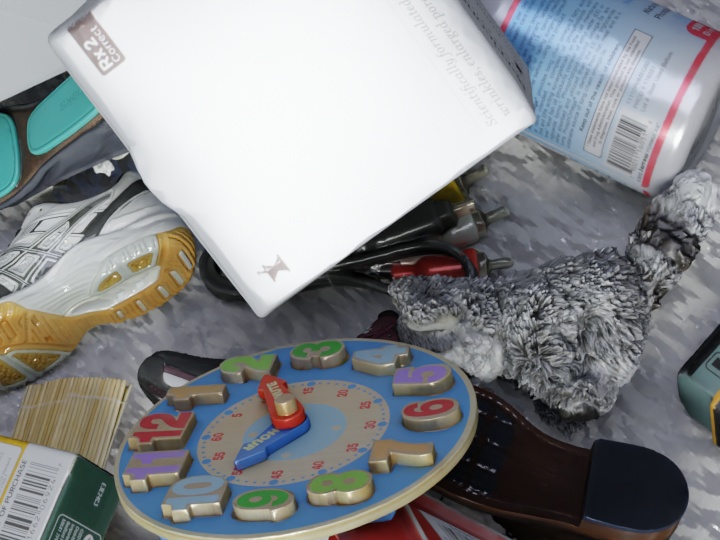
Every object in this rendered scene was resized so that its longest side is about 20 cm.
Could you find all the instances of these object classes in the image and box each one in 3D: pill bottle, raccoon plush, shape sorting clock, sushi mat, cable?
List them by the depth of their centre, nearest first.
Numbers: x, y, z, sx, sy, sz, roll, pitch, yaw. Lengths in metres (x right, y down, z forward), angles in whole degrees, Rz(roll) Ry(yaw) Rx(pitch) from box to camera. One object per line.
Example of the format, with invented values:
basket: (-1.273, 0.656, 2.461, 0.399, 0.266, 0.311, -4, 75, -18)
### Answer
shape sorting clock: (-0.035, 0.085, 0.963, 0.198, 0.040, 0.200, -14, 24, 6)
raccoon plush: (0.105, -0.001, 1.065, 0.133, 0.097, 0.201, 34, 77, -13)
sushi mat: (-0.196, 0.158, 1.077, 0.095, 0.012, 0.202, -5, 61, 43)
pill bottle: (0.129, -0.132, 1.130, 0.199, 0.109, 0.109, 27, 74, 14)
cable: (0.000, 0.000, 1.136, 0.198, 0.050, 0.098, -18, 63, 9)

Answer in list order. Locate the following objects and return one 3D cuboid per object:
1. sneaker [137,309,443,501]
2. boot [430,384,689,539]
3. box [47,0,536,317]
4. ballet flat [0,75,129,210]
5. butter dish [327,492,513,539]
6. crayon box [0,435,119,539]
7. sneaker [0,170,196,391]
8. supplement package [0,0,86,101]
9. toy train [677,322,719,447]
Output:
sneaker: (-0.028, 0.066, 1.098, 0.198, 0.076, 0.116, 23, 68, 3)
boot: (0.082, 0.129, 1.036, 0.198, 0.097, 0.075, 18, 55, 9)
box: (-0.034, -0.121, 1.025, 0.199, 0.131, 0.200, -34, 105, 14)
ballet flat: (-0.199, -0.076, 1.152, 0.199, 0.073, 0.074, -22, 63, 37)
butter dish: (0.040, 0.217, 0.960, 0.199, 0.200, 0.149, 29, 97, -14)
crayon box: (-0.242, 0.157, 1.060, 0.198, 0.052, 0.127, 8, 68, 38)
sneaker: (-0.203, 0.007, 1.140, 0.198, 0.076, 0.088, -25, 54, -7)
supplement package: (-0.265, -0.235, 1.129, 0.146, 0.192, 0.201, -24, 42, -2)
toy train: (0.279, 0.041, 1.068, 0.114, 0.085, 0.200, 37, 77, 27)
